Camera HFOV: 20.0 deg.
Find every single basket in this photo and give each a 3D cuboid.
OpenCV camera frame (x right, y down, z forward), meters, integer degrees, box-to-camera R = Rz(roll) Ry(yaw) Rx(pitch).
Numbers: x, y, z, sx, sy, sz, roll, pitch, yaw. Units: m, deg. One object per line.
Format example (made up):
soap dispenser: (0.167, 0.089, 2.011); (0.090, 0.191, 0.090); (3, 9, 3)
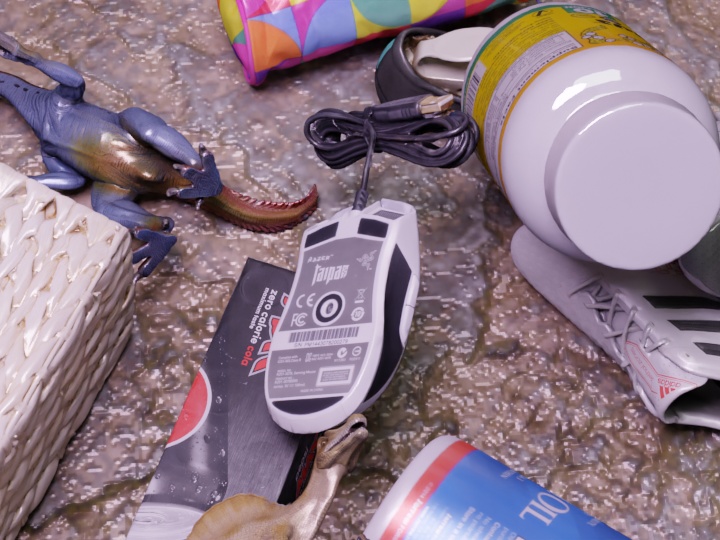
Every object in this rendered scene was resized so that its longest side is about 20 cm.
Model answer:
basket: (-0.211, 0.054, 1.059); (0.123, 0.136, 0.200); (23, 62, 8)

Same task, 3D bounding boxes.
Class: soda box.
soda box: (-0.063, 0.097, 1.075); (0.071, 0.063, 0.200); (17, 60, 9)

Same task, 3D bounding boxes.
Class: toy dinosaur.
toy dinosaur: (-0.161, -0.063, 1.180); (0.181, 0.200, 0.105); (36, 102, 42)
toy dinosaur: (-0.065, 0.152, 0.983); (0.200, 0.058, 0.101); (-32, 43, -2)

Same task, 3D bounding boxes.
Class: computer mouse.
computer mouse: (0.000, 0.000, 1.063); (0.109, 0.044, 0.200); (-4, 59, 35)

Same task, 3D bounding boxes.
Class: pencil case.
pencil case: (0.012, -0.174, 1.226); (0.200, 0.088, 0.089); (-16, 61, -10)

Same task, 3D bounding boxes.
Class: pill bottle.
pill bottle: (0.121, -0.069, 1.061); (0.113, 0.113, 0.200); (-6, 18, -4)
pill bottle: (0.098, 0.175, 1.004); (0.200, 0.112, 0.112); (30, 64, 14)

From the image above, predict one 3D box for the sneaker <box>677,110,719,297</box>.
sneaker: (0.204, -0.039, 1.131); (0.080, 0.071, 0.200); (16, 26, 22)

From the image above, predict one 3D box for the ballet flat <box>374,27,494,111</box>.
ballet flat: (0.107, -0.104, 1.191); (0.200, 0.068, 0.068); (7, 55, 3)

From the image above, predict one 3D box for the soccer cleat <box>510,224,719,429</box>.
soccer cleat: (0.163, 0.037, 1.109); (0.200, 0.069, 0.085); (32, 48, 11)
